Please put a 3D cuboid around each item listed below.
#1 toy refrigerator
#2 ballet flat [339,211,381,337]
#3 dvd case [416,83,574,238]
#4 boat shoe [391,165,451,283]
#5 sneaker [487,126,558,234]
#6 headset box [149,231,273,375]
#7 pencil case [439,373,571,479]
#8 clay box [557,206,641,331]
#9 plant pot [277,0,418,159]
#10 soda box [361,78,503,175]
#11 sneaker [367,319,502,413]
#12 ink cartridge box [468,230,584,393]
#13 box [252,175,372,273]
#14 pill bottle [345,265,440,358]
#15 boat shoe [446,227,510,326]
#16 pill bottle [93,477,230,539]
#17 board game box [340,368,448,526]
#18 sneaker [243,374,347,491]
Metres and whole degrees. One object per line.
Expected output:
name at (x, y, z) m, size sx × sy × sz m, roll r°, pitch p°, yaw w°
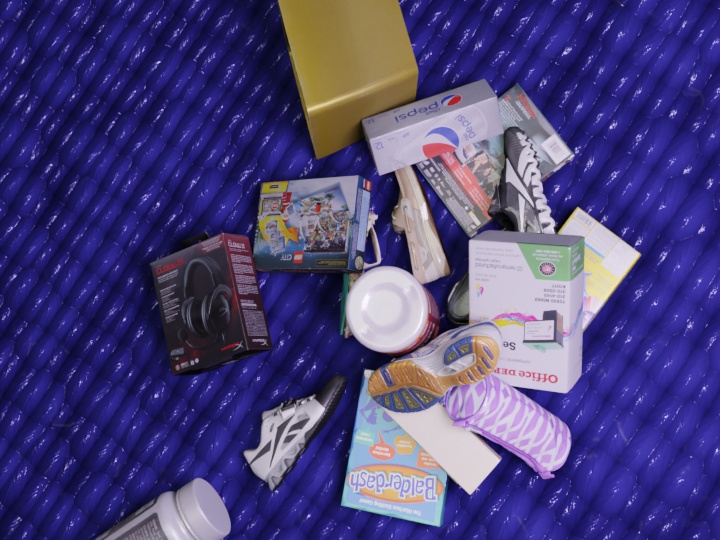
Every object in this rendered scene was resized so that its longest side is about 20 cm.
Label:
toy refrigerator at (0.101, 0.218, 1.280) m, size 0.200 × 0.076 × 0.070 m, roll 43°, pitch 90°, yaw 13°
ballet flat at (0.000, 0.000, 1.386) m, size 0.063 × 0.076 × 0.204 m, roll 1°, pitch 85°, yaw -5°
dvd case at (0.202, -0.167, 1.391) m, size 0.199 × 0.022 × 0.147 m, roll -38°, pitch 76°, yaw 5°
boat shoe at (0.076, -0.079, 1.381) m, size 0.064 × 0.072 × 0.203 m, roll -20°, pitch 81°, yaw 10°
sneaker at (0.222, -0.115, 1.323) m, size 0.089 × 0.067 × 0.203 m, roll -14°, pitch 70°, yaw 5°
headset box at (-0.232, 0.044, 1.409) m, size 0.147 × 0.077 × 0.204 m, roll -19°, pitch 79°, yaw 24°
pencil case at (0.203, 0.207, 1.248) m, size 0.083 × 0.199 × 0.087 m, roll -26°, pitch 43°, yaw 44°
clay box at (0.299, 0.025, 1.327) m, size 0.114 × 0.048 × 0.201 m, roll 38°, pitch 92°, yaw 15°
plant pot at (-0.014, -0.313, 1.381) m, size 0.173 × 0.200 × 0.203 m, roll -15°, pitch 78°, yaw -2°
soda box at (0.106, -0.212, 1.350) m, size 0.197 × 0.064 × 0.069 m, roll -19°, pitch 36°, yaw 0°
sneaker at (0.104, 0.128, 1.226) m, size 0.198 × 0.088 × 0.076 m, roll -22°, pitch 103°, yaw 26°
ink cartridge box at (0.226, 0.054, 1.255) m, size 0.142 × 0.084 × 0.204 m, roll 5°, pitch 105°, yaw 26°
box at (-0.076, -0.067, 1.387) m, size 0.197 × 0.037 × 0.139 m, roll 1°, pitch 81°, yaw 38°
pill bottle at (0.053, 0.065, 1.295) m, size 0.112 × 0.200 × 0.116 m, roll -2°, pitch 81°, yaw 12°
boat shoe at (0.201, 0.000, 1.345) m, size 0.075 × 0.060 × 0.201 m, roll 35°, pitch 90°, yaw 16°
pill bottle at (-0.299, 0.403, 1.365) m, size 0.198 × 0.114 × 0.115 m, roll -33°, pitch 76°, yaw 6°
board game box at (0.062, 0.257, 1.343) m, size 0.149 × 0.045 × 0.204 m, roll 8°, pitch 84°, yaw 13°
sneaker at (-0.101, 0.223, 1.369) m, size 0.088 × 0.074 × 0.201 m, roll 39°, pitch 90°, yaw 13°
